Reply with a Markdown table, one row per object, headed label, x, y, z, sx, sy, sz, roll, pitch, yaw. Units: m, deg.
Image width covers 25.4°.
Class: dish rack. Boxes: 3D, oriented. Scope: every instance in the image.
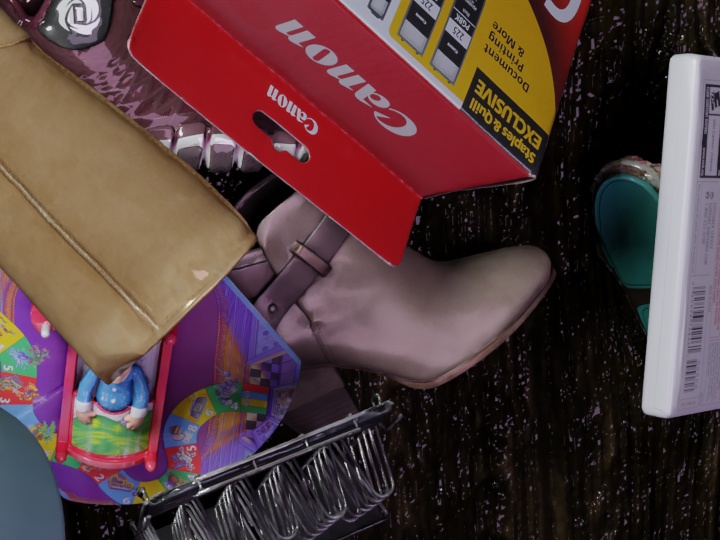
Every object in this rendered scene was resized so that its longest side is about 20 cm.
| label | x | y | z | sx | sy | sz | roll | pitch | yaw |
| --- | --- | --- | --- | --- | --- | --- | --- | --- | --- |
| dish rack | -0.050 | 0.126 | 0.849 | 0.152 | 0.200 | 0.055 | -22 | 78 | -16 |

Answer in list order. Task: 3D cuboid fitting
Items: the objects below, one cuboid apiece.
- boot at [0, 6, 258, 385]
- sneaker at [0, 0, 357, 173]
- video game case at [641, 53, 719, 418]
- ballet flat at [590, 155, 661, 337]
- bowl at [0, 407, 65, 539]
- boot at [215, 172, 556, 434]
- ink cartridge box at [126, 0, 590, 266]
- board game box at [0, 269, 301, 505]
| label | x | y | z | sx | sy | sz | roll | pitch | yaw |
| --- | --- | --- | --- | --- | --- | --- | --- | --- | --- |
| boot | -0.175 | -0.024 | 0.723 | 0.175 | 0.066 | 0.200 | -43 | 97 | 8 |
| sneaker | -0.086 | -0.111 | 0.783 | 0.198 | 0.076 | 0.117 | -6 | 111 | -24 |
| video game case | 0.230 | -0.021 | 0.946 | 0.181 | 0.024 | 0.202 | -3 | 99 | -48 |
| ballet flat | 0.193 | -0.004 | 0.982 | 0.064 | 0.075 | 0.201 | -55 | 134 | -34 |
| bowl | -0.218 | 0.134 | 0.771 | 0.105 | 0.200 | 0.202 | 15 | 105 | -52 |
| boot | 0.000 | 0.000 | 0.875 | 0.199 | 0.070 | 0.147 | -34 | 122 | -8 |
| ink cartridge box | 0.008 | -0.126 | 0.771 | 0.200 | 0.083 | 0.177 | 37 | 61 | -34 |
| board game box | -0.130 | 0.053 | 0.813 | 0.157 | 0.039 | 0.200 | -32 | 118 | 14 |
